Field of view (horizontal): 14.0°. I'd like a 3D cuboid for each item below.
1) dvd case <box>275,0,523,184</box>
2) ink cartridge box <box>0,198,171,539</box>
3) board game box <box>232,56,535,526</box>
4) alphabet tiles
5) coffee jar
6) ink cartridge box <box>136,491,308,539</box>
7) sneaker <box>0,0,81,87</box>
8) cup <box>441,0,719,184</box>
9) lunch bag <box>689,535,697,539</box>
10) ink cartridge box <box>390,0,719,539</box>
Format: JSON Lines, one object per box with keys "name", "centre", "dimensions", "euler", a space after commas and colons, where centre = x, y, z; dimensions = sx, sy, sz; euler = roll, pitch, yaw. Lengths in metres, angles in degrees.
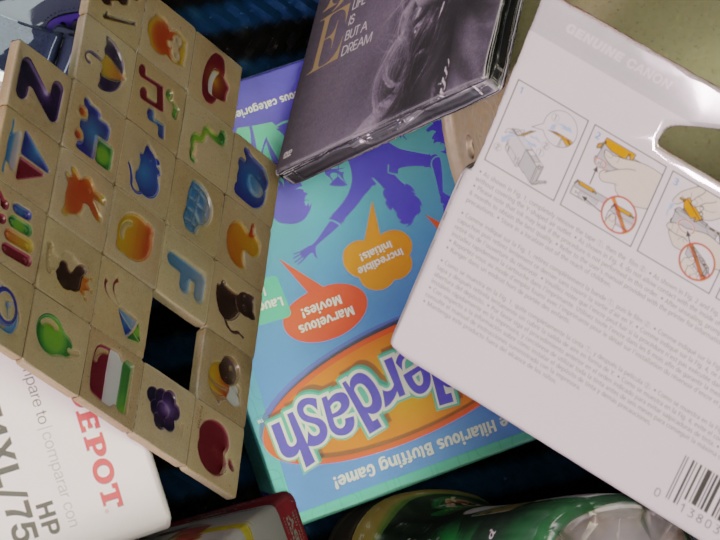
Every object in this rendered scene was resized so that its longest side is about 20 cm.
{"name": "dvd case", "centre": [0.030, -0.145, 1.275], "dimensions": [0.016, 0.149, 0.200], "euler": [28, 61, -27]}
{"name": "ink cartridge box", "centre": [-0.202, 0.068, 1.247], "dimensions": [0.200, 0.146, 0.147], "euler": [-17, 91, -12]}
{"name": "board game box", "centre": [0.000, 0.000, 1.341], "dimensions": [0.152, 0.045, 0.200], "euler": [-20, 92, -11]}
{"name": "alphabet tiles", "centre": [-0.094, -0.027, 1.224], "dimensions": [0.167, 0.008, 0.200], "euler": [38, 47, -41]}
{"name": "coffee jar", "centre": [0.059, 0.147, 1.269], "dimensions": [0.085, 0.200, 0.104], "euler": [-1, 87, -28]}
{"name": "ink cartridge box", "centre": [-0.100, 0.158, 1.218], "dimensions": [0.145, 0.200, 0.083], "euler": [-16, 90, 8]}
{"name": "sneaker", "centre": [-0.110, -0.113, 1.307], "dimensions": [0.200, 0.081, 0.147], "euler": [-13, 90, -10]}
{"name": "cup", "centre": [0.118, -0.071, 1.280], "dimensions": [0.143, 0.200, 0.200], "euler": [-10, 89, -18]}
{"name": "lunch bag", "centre": [0.198, 0.175, 1.288], "dimensions": [0.127, 0.200, 0.170], "euler": [-35, 93, -23]}
{"name": "ink cartridge box", "centre": [0.129, 0.005, 1.173], "dimensions": [0.200, 0.044, 0.174], "euler": [32, 116, 18]}
